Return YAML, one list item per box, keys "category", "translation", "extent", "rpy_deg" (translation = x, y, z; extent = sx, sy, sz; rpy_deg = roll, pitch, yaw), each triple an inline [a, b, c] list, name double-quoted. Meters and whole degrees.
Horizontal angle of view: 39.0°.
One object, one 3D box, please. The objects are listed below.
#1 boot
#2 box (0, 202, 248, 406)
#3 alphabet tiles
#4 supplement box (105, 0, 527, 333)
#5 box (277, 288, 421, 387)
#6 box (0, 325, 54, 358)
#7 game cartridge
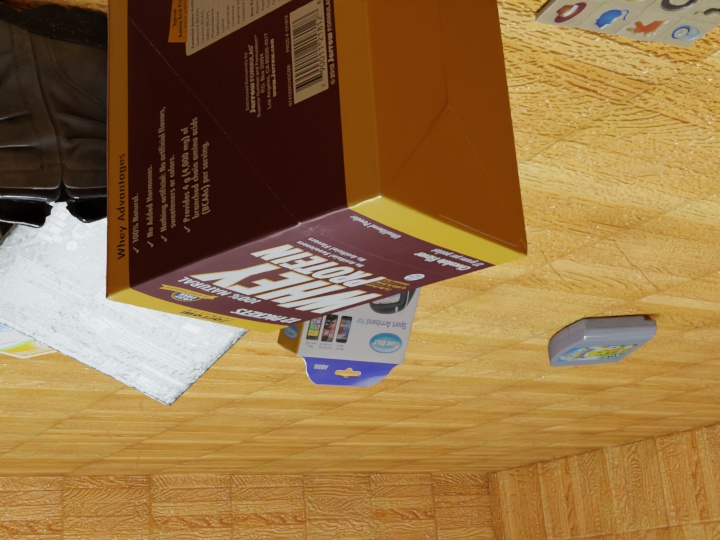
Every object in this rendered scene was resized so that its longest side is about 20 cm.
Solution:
- category: "boot"
  translation: [-0.233, -0.097, 0.607]
  extent: [0.198, 0.133, 0.070]
  rpy_deg: [2, 162, -20]
- category: "box"
  translation: [-0.178, -0.010, 0.781]
  extent: [0.199, 0.086, 0.164]
  rpy_deg: [32, 116, -32]
- category: "alphabet tiles"
  translation: [0.210, -0.192, 0.640]
  extent: [0.198, 0.006, 0.166]
  rpy_deg: [3, 161, -24]
- category: "supplement box"
  translation: [-0.032, -0.088, 0.582]
  extent: [0.199, 0.199, 0.132]
  rpy_deg: [-17, 159, 36]
- category: "box"
  translation: [0.000, 0.000, 0.884]
  extent: [0.118, 0.202, 0.041]
  rpy_deg: [9, -170, -36]
- category: "box"
  translation: [-0.347, 0.011, 0.967]
  extent: [0.111, 0.102, 0.200]
  rpy_deg: [-11, 161, 22]
- category: "game cartridge"
  translation: [0.369, 0.115, 1.602]
  extent: [0.132, 0.041, 0.200]
  rpy_deg: [0, 162, -4]
